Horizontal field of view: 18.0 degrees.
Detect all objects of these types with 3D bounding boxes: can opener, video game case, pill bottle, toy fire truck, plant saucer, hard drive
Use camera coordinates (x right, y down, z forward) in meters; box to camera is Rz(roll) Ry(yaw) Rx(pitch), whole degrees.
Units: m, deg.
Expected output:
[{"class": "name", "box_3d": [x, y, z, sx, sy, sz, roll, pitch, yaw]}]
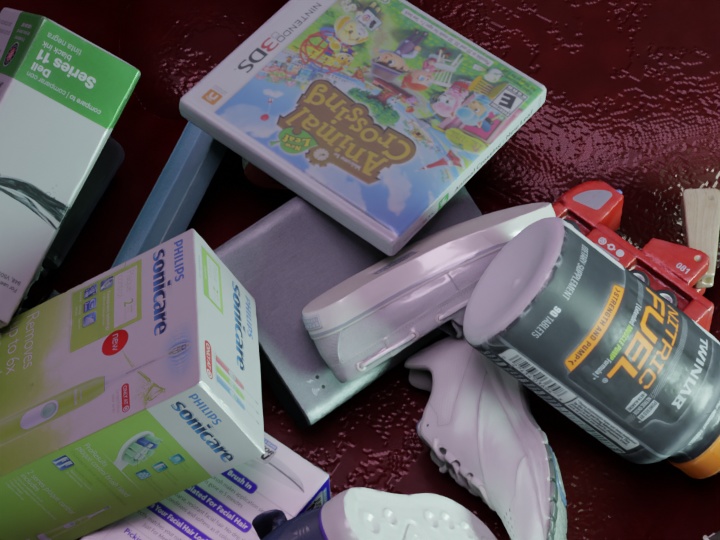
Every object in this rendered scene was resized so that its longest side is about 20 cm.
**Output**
[{"class": "can opener", "box_3d": [-0.225, -0.010, 1.668, 0.066, 0.053, 0.200, 33, 60, -20]}, {"class": "video game case", "box_3d": [0.002, -0.122, 1.638, 0.200, 0.022, 0.182, 34, 61, 20]}, {"class": "pill bottle", "box_3d": [0.175, 0.060, 1.546, 0.200, 0.106, 0.106, 36, 60, -17]}, {"class": "toy fire truck", "box_3d": [0.242, -0.014, 1.658, 0.200, 0.049, 0.141, 37, 66, 22]}, {"class": "plant saucer", "box_3d": [-0.129, -0.071, 1.694, 0.019, 0.070, 0.200, 38, 59, -22]}, {"class": "hard drive", "box_3d": [0.000, 0.000, 1.623, 0.200, 0.033, 0.140, -34, 92, -22]}]

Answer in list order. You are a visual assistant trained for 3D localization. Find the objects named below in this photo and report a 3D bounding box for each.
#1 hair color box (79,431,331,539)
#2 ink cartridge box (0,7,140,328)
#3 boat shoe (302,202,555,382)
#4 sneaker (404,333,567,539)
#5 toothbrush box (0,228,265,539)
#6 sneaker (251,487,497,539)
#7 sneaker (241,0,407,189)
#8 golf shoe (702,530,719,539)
[{"class": "hair color box", "box_3d": [-0.121, 0.193, 1.527, 0.109, 0.065, 0.200, 32, 67, 20]}, {"class": "ink cartridge box", "box_3d": [-0.249, -0.075, 1.586, 0.083, 0.147, 0.201, 28, 88, -22]}, {"class": "boat shoe", "box_3d": [0.057, 0.015, 1.588, 0.200, 0.072, 0.069, -28, 102, -24]}, {"class": "sneaker", "box_3d": [0.089, 0.126, 1.570, 0.087, 0.075, 0.200, -17, 50, -1]}, {"class": "toothbrush box", "box_3d": [-0.171, 0.085, 1.518, 0.199, 0.086, 0.146, -24, 41, 17]}, {"class": "sneaker", "box_3d": [-0.003, 0.213, 1.498, 0.146, 0.200, 0.081, -38, 54, 25]}, {"class": "sneaker", "box_3d": [-0.034, -0.137, 1.726, 0.082, 0.078, 0.200, -2, 44, 43]}, {"class": "golf shoe", "box_3d": [0.269, 0.185, 1.523, 0.088, 0.077, 0.200, 18, 60, 19]}]
